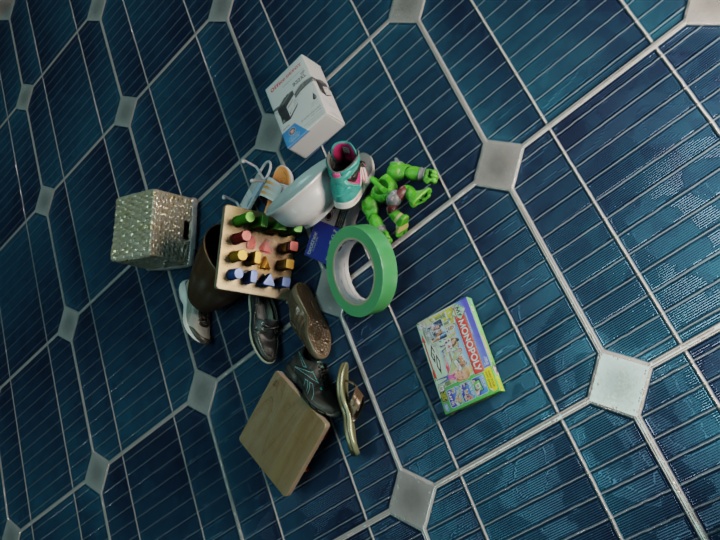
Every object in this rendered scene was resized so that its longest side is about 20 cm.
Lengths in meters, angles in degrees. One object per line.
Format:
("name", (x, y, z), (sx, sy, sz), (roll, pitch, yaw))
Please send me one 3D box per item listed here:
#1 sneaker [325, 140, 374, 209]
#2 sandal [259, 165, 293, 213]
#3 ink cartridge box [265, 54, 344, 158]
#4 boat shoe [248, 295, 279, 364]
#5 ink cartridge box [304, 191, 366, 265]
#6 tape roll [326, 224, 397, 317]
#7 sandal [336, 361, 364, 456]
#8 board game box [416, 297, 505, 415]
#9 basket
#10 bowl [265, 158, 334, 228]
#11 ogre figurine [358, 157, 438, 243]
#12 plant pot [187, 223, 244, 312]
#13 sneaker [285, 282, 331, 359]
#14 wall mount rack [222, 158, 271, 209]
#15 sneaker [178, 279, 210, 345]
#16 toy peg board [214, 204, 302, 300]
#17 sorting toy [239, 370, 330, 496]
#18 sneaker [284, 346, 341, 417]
("sneaker", (-0.024, -0.244, 1.561), (0.081, 0.123, 0.202), (2, 40, 18))
("sandal", (-0.232, -0.173, 1.783), (0.078, 0.059, 0.213), (15, 89, 36))
("ink cartridge box", (-0.144, -0.419, 1.756), (0.144, 0.083, 0.204), (-35, 62, 25))
("boat shoe", (-0.233, 0.127, 1.712), (0.066, 0.073, 0.204), (-39, 50, 43))
("ink cartridge box", (-0.060, -0.117, 1.660), (0.093, 0.044, 0.205), (22, 94, 38))
("tape roll", (0.000, 0.000, 1.548), (0.197, 0.047, 0.207), (11, 105, 47))
("sandal", (-0.015, 0.306, 1.534), (0.056, 0.080, 0.207), (-12, 74, 5))
("board game box", (0.203, 0.177, 1.422), (0.133, 0.029, 0.205), (-30, 65, 28))
("basket", (-0.587, -0.114, 1.956), (0.196, 0.159, 0.205), (-5, 78, 36))
("bowl", (-0.120, -0.164, 1.606), (0.199, 0.202, 0.091), (-33, 108, 26))
("ogre figurine", (0.078, -0.165, 1.540), (0.120, 0.097, 0.203), (42, 119, 23))
("plant pot", (-0.367, 0.015, 1.784), (0.200, 0.184, 0.191), (-43, 59, 35))
("sneaker", (-0.128, 0.132, 1.656), (0.076, 0.069, 0.204), (-45, 53, 40))
("wall mount rack", (-0.303, -0.203, 1.806), (0.203, 0.073, 0.174), (-58, 32, 14))
("sneaker", (-0.440, 0.105, 1.869), (0.078, 0.073, 0.205), (-28, 65, 21))
("toy peg board", (-0.236, -0.045, 1.661), (0.097, 0.195, 0.206), (-9, 74, 56))
("sorting toy", (-0.167, 0.380, 1.616), (0.198, 0.069, 0.203), (39, 104, 34))
("sneaker", (-0.103, 0.257, 1.593), (0.199, 0.075, 0.080), (42, 99, 35))
